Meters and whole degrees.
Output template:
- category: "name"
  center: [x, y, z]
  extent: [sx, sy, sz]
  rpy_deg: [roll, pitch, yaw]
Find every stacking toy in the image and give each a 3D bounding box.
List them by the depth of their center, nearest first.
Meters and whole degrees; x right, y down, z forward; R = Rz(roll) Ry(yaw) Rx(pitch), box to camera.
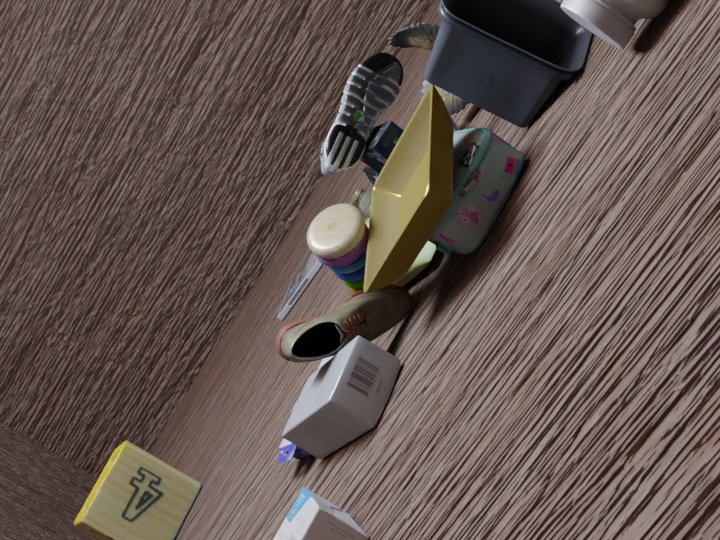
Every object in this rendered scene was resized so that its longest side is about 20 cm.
- category: "stacking toy"
  center: [0.000, 0.000, 1.531]
  extent: [0.084, 0.201, 0.086]
  rpy_deg: [-14, 49, 17]

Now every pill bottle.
- category: "pill bottle"
  center: [0.304, -0.346, 1.176]
  extent: [0.202, 0.111, 0.113]
  rpy_deg: [-57, 10, 12]

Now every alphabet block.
- category: "alphabet block"
  center: [-0.494, 0.517, 2.428]
  extent: [0.198, 0.198, 0.195]
  rpy_deg: [-63, 10, -24]

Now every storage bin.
- category: "storage bin"
  center: [0.182, -0.292, 1.441]
  extent: [0.135, 0.198, 0.147]
  rpy_deg: [119, 176, -50]

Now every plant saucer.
- category: "plant saucer"
  center: [0.067, -0.096, 1.387]
  extent: [0.201, 0.048, 0.202]
  rpy_deg: [121, 161, -45]

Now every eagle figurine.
- category: "eagle figurine"
  center: [0.168, -0.364, 1.808]
  extent: [0.198, 0.153, 0.151]
  rpy_deg: [-33, -17, -3]

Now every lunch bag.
- category: "lunch bag"
  center: [0.128, -0.102, 1.435]
  extent: [0.162, 0.076, 0.200]
  rpy_deg: [-58, 12, -1]

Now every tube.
- category: "tube"
  center: [0.064, -0.009, 1.600]
  extent: [0.200, 0.051, 0.059]
  rpy_deg: [-35, 63, 54]

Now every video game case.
- category: "video game case"
  center: [-0.133, 0.012, 2.644]
  extent: [0.201, 0.018, 0.144]
  rpy_deg: [-53, 12, 34]

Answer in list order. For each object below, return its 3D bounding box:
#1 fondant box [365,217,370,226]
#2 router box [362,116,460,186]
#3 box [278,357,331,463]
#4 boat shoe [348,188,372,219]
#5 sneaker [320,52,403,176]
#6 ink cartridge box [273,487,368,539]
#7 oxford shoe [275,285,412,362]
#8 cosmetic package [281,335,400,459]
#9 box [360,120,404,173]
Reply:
- category: "fondant box"
  center: [0.020, -0.048, 1.724]
  extent: [0.144, 0.059, 0.200]
  rpy_deg: [-38, 5, 1]
- category: "router box"
  center: [0.088, -0.196, 1.874]
  extent: [0.156, 0.052, 0.200]
  rpy_deg: [-38, 10, -1]
- category: "box"
  center: [-0.058, 0.198, 1.626]
  extent: [0.202, 0.041, 0.119]
  rpy_deg: [-66, 11, -21]
- category: "boat shoe"
  center: [-0.007, -0.128, 2.275]
  extent: [0.074, 0.062, 0.200]
  rpy_deg: [-63, 10, -21]
- category: "sneaker"
  center: [-0.012, -0.225, 1.627]
  extent: [0.202, 0.074, 0.115]
  rpy_deg: [-61, 8, -20]
- category: "ink cartridge box"
  center: [-0.077, 0.346, 1.180]
  extent: [0.202, 0.066, 0.116]
  rpy_deg: [-60, 10, -6]
- category: "oxford shoe"
  center: [-0.013, 0.078, 1.474]
  extent: [0.197, 0.071, 0.075]
  rpy_deg: [-25, 12, -12]
- category: "cosmetic package"
  center: [-0.028, 0.172, 1.451]
  extent: [0.103, 0.073, 0.200]
  rpy_deg: [-64, 9, -28]
- category: "box"
  center: [0.075, -0.150, 1.630]
  extent: [0.051, 0.157, 0.200]
  rpy_deg: [-55, 10, -2]
